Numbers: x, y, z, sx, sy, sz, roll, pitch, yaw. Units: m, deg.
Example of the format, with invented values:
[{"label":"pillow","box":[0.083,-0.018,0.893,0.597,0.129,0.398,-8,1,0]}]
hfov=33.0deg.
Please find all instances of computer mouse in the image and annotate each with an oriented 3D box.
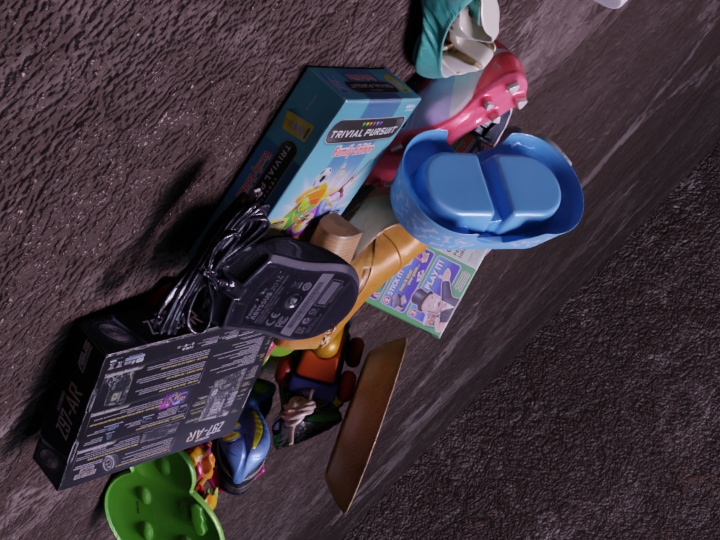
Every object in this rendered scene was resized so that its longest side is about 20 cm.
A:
[{"label":"computer mouse","box":[-0.078,0.003,1.013,0.139,0.053,0.200,-51,145,15]}]

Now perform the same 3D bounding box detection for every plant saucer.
[{"label":"plant saucer","box":[0.001,0.160,1.303,0.200,0.035,0.201,-160,-90,-90]}]

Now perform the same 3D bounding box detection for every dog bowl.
[{"label":"dog bowl","box":[0.116,-0.072,1.148,0.200,0.112,0.050,-1,154,-30]}]

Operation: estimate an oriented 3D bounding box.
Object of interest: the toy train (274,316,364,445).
[{"label":"toy train","box":[-0.038,0.079,1.253,0.200,0.084,0.116,-75,180,-62]}]

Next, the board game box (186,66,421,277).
[{"label":"board game box","box":[-0.047,-0.083,1.059,0.200,0.047,0.151,-54,164,23]}]

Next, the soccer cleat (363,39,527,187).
[{"label":"soccer cleat","box":[0.066,-0.150,1.171,0.200,0.077,0.067,-30,147,7]}]

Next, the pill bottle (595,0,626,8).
[{"label":"pill bottle","box":[0.280,-0.354,1.155,0.200,0.113,0.113,-47,165,-2]}]

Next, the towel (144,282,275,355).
[{"label":"towel","box":[-0.157,0.079,1.130,0.145,0.022,0.200,-51,152,12]}]

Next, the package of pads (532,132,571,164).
[{"label":"package of pads","box":[0.137,-0.060,1.370,0.200,0.068,0.154,-47,173,26]}]

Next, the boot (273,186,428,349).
[{"label":"boot","box":[0.000,0.001,1.170,0.201,0.071,0.144,-17,140,-47]}]

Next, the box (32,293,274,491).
[{"label":"box","box":[-0.173,0.098,1.063,0.200,0.044,0.160,-14,139,-46]}]

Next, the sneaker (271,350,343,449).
[{"label":"sneaker","box":[-0.067,0.136,1.342,0.078,0.085,0.200,-25,-171,9]}]

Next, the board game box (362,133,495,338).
[{"label":"board game box","box":[0.068,-0.048,1.234,0.200,0.134,0.029,-62,-171,10]}]

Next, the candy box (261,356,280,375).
[{"label":"candy box","box":[-0.049,0.038,1.397,0.200,0.026,0.102,-47,166,1]}]

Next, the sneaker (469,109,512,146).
[{"label":"sneaker","box":[0.096,-0.118,1.268,0.200,0.078,0.079,-56,-163,32]}]

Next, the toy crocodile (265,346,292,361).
[{"label":"toy crocodile","box":[-0.075,0.021,1.229,0.200,0.062,0.068,-57,-158,24]}]

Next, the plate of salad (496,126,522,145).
[{"label":"plate of salad","box":[0.106,-0.106,1.426,0.200,0.048,0.200,-33,163,-12]}]

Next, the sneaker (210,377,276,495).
[{"label":"sneaker","box":[-0.131,0.167,1.289,0.200,0.071,0.083,-99,-155,-67]}]

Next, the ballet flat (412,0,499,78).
[{"label":"ballet flat","box":[0.085,-0.209,1.060,0.067,0.070,0.200,-47,166,-13]}]

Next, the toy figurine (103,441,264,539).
[{"label":"toy figurine","box":[-0.178,0.213,1.367,0.184,0.150,0.200,-50,148,-52]}]
